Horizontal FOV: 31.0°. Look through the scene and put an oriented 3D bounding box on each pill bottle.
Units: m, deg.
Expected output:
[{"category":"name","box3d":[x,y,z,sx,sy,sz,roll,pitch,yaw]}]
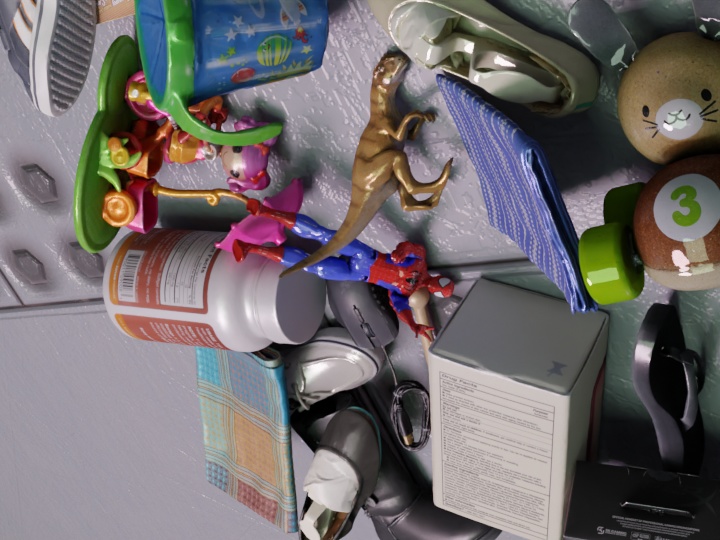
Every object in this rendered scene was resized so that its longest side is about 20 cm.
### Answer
[{"category":"pill bottle","box3d":[-0.137,0.019,1.236,0.200,0.112,0.112,5,129,32]}]

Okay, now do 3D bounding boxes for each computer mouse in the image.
[{"category":"computer mouse","box3d":[0.018,0.079,1.200,0.059,0.034,0.200,-20,99,21]}]

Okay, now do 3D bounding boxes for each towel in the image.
[{"category":"towel","box3d":[0.111,-0.060,0.963,0.145,0.024,0.200,65,176,-26]},{"category":"towel","box3d":[-0.118,0.154,1.306,0.147,0.022,0.200,22,123,44]}]

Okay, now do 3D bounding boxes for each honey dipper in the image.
[{"category":"honey dipper","box3d":[0.070,0.098,1.221,0.038,0.038,0.200,5,128,31]}]

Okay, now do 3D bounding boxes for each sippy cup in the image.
[{"category":"sippy cup","box3d":[-0.097,-0.194,0.988,0.140,0.130,0.178,-130,37,-61]}]

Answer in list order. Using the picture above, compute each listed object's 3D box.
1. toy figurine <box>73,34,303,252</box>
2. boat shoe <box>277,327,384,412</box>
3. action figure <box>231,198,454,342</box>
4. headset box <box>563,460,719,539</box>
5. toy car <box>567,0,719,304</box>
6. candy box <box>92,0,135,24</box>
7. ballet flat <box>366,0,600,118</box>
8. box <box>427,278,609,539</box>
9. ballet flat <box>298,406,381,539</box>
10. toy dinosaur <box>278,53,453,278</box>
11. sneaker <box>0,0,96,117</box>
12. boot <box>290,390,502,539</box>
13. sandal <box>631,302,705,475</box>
[{"category":"toy figurine","box3d":[-0.139,-0.094,1.154,0.184,0.150,0.200,12,109,8]},{"category":"boat shoe","box3d":[-0.059,0.111,1.290,0.200,0.070,0.071,-15,125,43]},{"category":"action figure","box3d":[0.000,0.000,1.100,0.200,0.099,0.065,15,105,-24]},{"category":"headset box","box3d":[0.258,0.237,1.126,0.148,0.075,0.200,6,150,16]},{"category":"toy car","box3d":[0.218,-0.100,0.870,0.164,0.158,0.200,-13,107,27]},{"category":"candy box","box3d":[-0.238,-0.268,1.091,0.200,0.055,0.116,-5,123,37]},{"category":"ballet flat","box3d":[0.080,-0.166,0.955,0.200,0.069,0.070,26,137,13]},{"category":"box","box3d":[0.139,0.126,1.143,0.128,0.109,0.200,16,134,22]},{"category":"ballet flat","box3d":[-0.025,0.219,1.283,0.068,0.068,0.200,30,138,18]},{"category":"toy dinosaur","box3d":[0.015,-0.075,1.060,0.106,0.060,0.200,18,98,0]},{"category":"sneaker","box3d":[-0.263,-0.224,1.047,0.079,0.078,0.200,19,124,13]},{"category":"boot","box3d":[0.036,0.204,1.326,0.165,0.066,0.200,-19,109,40]},{"category":"sandal","box3d":[0.265,0.100,1.065,0.043,0.076,0.200,5,140,32]}]
